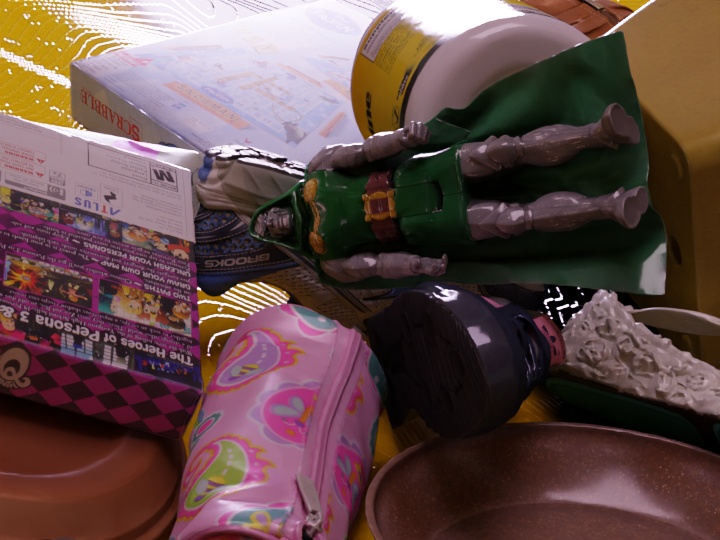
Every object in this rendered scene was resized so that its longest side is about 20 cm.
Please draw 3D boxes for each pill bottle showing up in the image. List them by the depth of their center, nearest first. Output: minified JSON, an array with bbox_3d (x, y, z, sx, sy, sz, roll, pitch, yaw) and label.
[{"bbox_3d":[0.057,-0.089,1.155,0.112,0.113,0.200,-4,15,-11],"label":"pill bottle"}]

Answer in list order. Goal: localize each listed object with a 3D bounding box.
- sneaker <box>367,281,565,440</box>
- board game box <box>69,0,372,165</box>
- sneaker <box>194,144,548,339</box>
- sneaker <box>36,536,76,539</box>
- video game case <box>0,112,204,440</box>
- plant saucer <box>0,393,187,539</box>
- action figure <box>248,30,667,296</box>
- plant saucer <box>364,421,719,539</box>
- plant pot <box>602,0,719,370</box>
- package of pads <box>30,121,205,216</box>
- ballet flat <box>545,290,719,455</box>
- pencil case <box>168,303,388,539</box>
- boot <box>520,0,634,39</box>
[{"bbox_3d":[0.057,0.034,0.990,0.082,0.070,0.200,-12,2,-10],"label":"sneaker"},{"bbox_3d":[-0.039,-0.095,1.329,0.199,0.041,0.200,-18,36,-32],"label":"board game box"},{"bbox_3d":[0.000,0.000,1.138,0.199,0.086,0.077,16,9,-20],"label":"sneaker"},{"bbox_3d":[-0.177,0.156,0.841,0.075,0.071,0.200,14,31,22],"label":"sneaker"},{"bbox_3d":[-0.171,-0.014,1.015,0.199,0.036,0.182,16,32,-18],"label":"video game case"},{"bbox_3d":[-0.166,0.059,0.980,0.199,0.038,0.200,20,30,-12],"label":"plant saucer"},{"bbox_3d":[0.035,-0.033,1.022,0.199,0.119,0.055,-10,-5,30],"label":"action figure"},{"bbox_3d":[0.099,0.122,0.936,0.199,0.037,0.201,5,21,-2],"label":"plant saucer"},{"bbox_3d":[0.222,-0.051,1.134,0.176,0.201,0.200,-16,32,-10],"label":"plant pot"},{"bbox_3d":[-0.197,-0.023,1.164,0.199,0.068,0.155,10,29,15],"label":"package of pads"},{"bbox_3d":[0.174,0.058,1.027,0.200,0.072,0.072,24,36,33],"label":"ballet flat"},{"bbox_3d":[-0.036,0.093,0.946,0.087,0.088,0.200,5,26,4],"label":"pencil case"},{"bbox_3d":[0.133,-0.112,1.300,0.155,0.077,0.200,41,40,26],"label":"boot"}]
